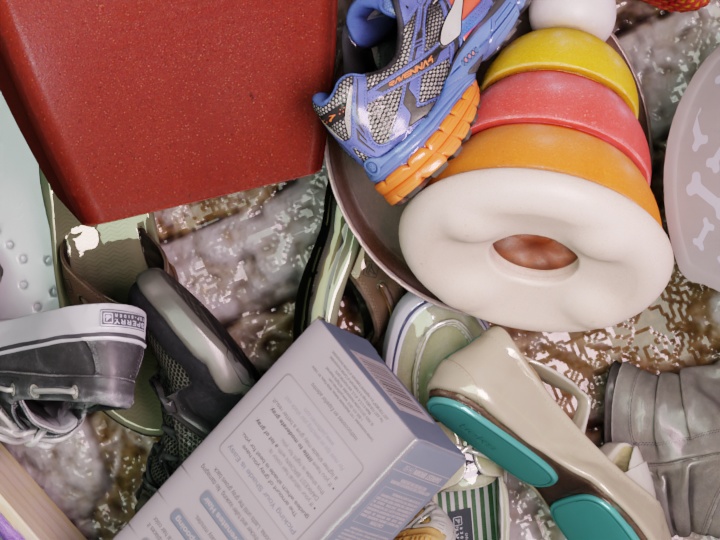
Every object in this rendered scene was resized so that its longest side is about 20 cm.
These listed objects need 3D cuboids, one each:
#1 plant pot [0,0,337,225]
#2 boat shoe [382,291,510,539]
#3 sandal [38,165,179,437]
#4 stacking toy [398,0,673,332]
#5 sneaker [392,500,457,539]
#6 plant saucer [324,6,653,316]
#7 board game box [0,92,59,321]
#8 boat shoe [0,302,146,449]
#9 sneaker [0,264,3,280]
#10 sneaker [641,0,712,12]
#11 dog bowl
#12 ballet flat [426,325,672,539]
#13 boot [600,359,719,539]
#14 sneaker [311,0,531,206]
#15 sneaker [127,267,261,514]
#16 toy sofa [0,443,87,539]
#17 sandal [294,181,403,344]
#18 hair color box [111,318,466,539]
[{"bbox_3d":[-0.114,-0.130,1.421,0.199,0.200,0.177,-13,103,-11],"label":"plant pot"},{"bbox_3d":[0.059,0.106,1.476,0.072,0.062,0.201,-14,110,-11],"label":"boat shoe"},{"bbox_3d":[-0.142,0.005,1.513,0.080,0.057,0.202,-19,101,-11],"label":"sandal"},{"bbox_3d":[0.105,-0.079,1.404,0.146,0.146,0.201,4,58,11],"label":"stacking toy"},{"bbox_3d":[0.011,0.196,1.486,0.088,0.076,0.200,46,142,-6],"label":"sneaker"},{"bbox_3d":[0.068,-0.071,1.452,0.200,0.032,0.201,3,82,-21],"label":"plant saucer"},{"bbox_3d":[-0.256,-0.069,1.561,0.199,0.026,0.201,2,96,11],"label":"board game box"},{"bbox_3d":[-0.182,0.067,1.477,0.199,0.073,0.068,-14,72,49],"label":"boat shoe"},{"bbox_3d":[-0.305,-0.016,1.532,0.200,0.080,0.086,35,121,2],"label":"sneaker"},{"bbox_3d":[0.118,-0.212,1.460,0.199,0.073,0.077,24,79,3],"label":"sneaker"},{"bbox_3d":[0.260,-0.043,1.387,0.199,0.059,0.201,2,86,-27],"label":"dog bowl"},{"bbox_3d":[0.121,0.106,1.438,0.069,0.070,0.200,-41,111,12],"label":"ballet flat"},{"bbox_3d":[0.200,0.064,1.467,0.130,0.068,0.201,6,96,16],"label":"boot"},{"bbox_3d":[0.034,-0.132,1.368,0.078,0.200,0.075,37,140,-19],"label":"sneaker"},{"bbox_3d":[-0.099,0.097,1.486,0.114,0.076,0.200,-31,119,-2],"label":"sneaker"},{"bbox_3d":[-0.237,0.144,1.544,0.083,0.098,0.200,-43,88,12],"label":"toy sofa"},{"bbox_3d":[0.000,-0.001,1.488,0.057,0.080,0.202,12,98,-8],"label":"sandal"},{"bbox_3d":[-0.049,0.135,1.415,0.200,0.061,0.099,-47,58,10],"label":"hair color box"}]
